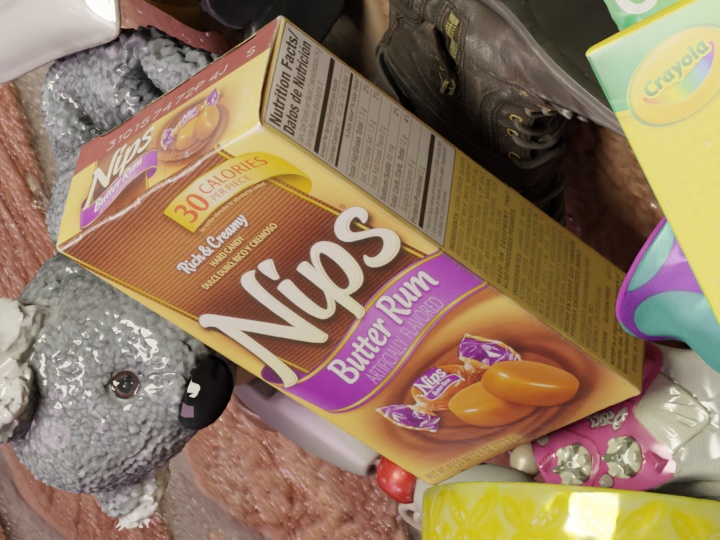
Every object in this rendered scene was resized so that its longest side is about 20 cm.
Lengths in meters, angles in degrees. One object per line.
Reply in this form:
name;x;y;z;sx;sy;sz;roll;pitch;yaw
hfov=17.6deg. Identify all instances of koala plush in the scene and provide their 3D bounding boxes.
koala plush;-0.092;0.010;1.016;0.184;0.200;0.177;26;177;37

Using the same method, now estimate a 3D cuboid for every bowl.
bowl;0.116;0.154;0.946;0.200;0.108;0.200;8;169;2

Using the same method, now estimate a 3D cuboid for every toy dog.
toy dog;0.011;0.052;1.111;0.200;0.096;0.132;32;172;3

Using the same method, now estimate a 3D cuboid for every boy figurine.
boy figurine;-0.099;-0.145;1.008;0.200;0.064;0.124;22;162;42

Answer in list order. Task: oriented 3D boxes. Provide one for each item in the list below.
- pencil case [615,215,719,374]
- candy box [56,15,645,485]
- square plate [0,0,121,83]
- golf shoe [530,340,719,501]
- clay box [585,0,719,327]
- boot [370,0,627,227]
pencil case;0.188;0.038;0.798;0.200;0.085;0.092;34;145;14
candy box;0.000;0.000;0.879;0.200;0.057;0.117;35;136;-29
square plate;-0.145;-0.181;0.942;0.200;0.028;0.199;177;85;-68
golf shoe;0.167;0.059;0.914;0.200;0.076;0.091;1;171;38
clay box;0.154;-0.029;0.719;0.115;0.048;0.200;-26;94;26
boot;0.069;-0.063;0.888;0.200;0.069;0.174;43;157;30
